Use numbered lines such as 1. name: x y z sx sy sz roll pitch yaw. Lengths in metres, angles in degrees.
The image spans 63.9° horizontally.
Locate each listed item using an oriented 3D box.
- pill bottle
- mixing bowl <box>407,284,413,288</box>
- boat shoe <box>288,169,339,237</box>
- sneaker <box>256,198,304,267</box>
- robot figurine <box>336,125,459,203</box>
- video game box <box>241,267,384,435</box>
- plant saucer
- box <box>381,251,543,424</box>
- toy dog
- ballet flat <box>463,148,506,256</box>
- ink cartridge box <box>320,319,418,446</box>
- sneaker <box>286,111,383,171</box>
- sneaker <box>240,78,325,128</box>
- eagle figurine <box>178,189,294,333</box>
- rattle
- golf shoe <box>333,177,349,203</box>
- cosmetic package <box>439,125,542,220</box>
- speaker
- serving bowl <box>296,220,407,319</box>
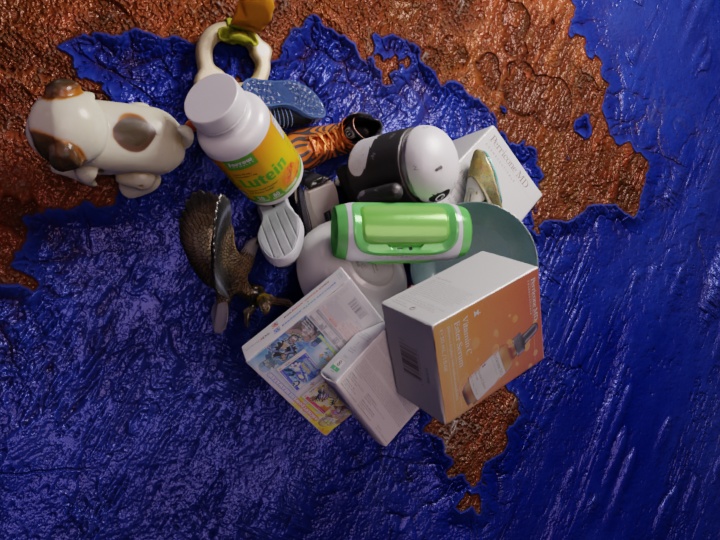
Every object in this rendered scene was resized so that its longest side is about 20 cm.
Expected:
1. pill bottle: -0.170 -0.191 0.853 0.112 0.110 0.200 -62 154 -13
2. mixing bowl: 0.106 0.088 1.028 0.199 0.200 0.109 -32 78 -21
3. boat shoe: -0.075 -0.082 1.003 0.074 0.093 0.202 -26 128 -27
4. sneaker: -0.121 -0.059 0.913 0.072 0.201 0.071 -19 128 1
5. robot figurine: 0.060 -0.156 0.916 0.124 0.199 0.152 25 67 -48
6. video game box: -0.040 0.124 0.842 0.182 0.047 0.200 -39 123 -3
7. plant saucer: 0.180 -0.009 0.924 0.199 0.039 0.203 2 98 14
8. box: 0.147 0.085 0.802 0.199 0.106 0.154 -25 117 -27
9. toy dog: -0.348 -0.174 0.780 0.200 0.192 0.141 -1 99 -63
10. ballet flat: 0.206 -0.096 0.950 0.070 0.071 0.202 -24 99 -23
11. ink cartridge box: 0.056 0.133 0.846 0.200 0.050 0.161 -46 125 -19
12. sneaker: -0.050 -0.228 0.986 0.199 0.112 0.078 -25 98 -23
13. sneaker: -0.144 -0.269 0.961 0.199 0.078 0.071 -9 75 -54
14. eagle figurine: -0.208 -0.018 0.900 0.200 0.151 0.152 53 27 -31
15. rattle: -0.200 -0.314 0.909 0.130 0.142 0.201 44 65 -38
16. golf shoe: 0.003 -0.081 1.038 0.094 0.078 0.202 -12 87 -13
17. cosmetic package: 0.183 -0.125 1.063 0.200 0.166 0.168 -47 107 -19
18. speaker: 0.058 -0.057 0.850 0.198 0.088 0.089 -1 89 -11
19. serving bowl: 0.000 0.000 0.910 0.199 0.066 0.202 18 54 -28
